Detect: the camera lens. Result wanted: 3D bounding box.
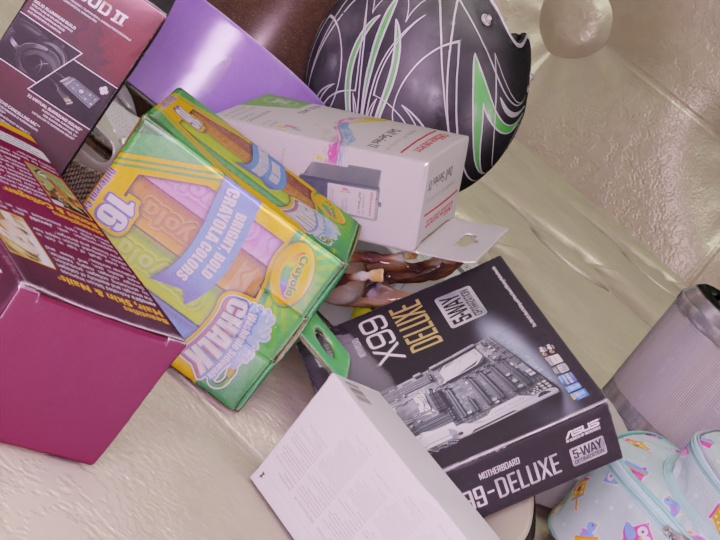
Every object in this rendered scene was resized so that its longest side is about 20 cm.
[{"bbox_3d":[0.302,0.125,1.520,0.160,0.200,0.160,35,13,-9],"label":"camera lens"}]

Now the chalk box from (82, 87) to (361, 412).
[{"bbox_3d":[-0.080,-0.003,1.089,0.200,0.124,0.124,36,13,-6],"label":"chalk box"}]

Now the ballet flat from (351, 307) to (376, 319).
[{"bbox_3d":[0.055,0.086,1.269,0.067,0.067,0.200,15,17,-46],"label":"ballet flat"}]

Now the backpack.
[{"bbox_3d":[0.242,0.198,1.227,0.200,0.154,0.176,36,16,22],"label":"backpack"}]

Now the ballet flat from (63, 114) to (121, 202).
[{"bbox_3d":[-0.224,-0.111,1.176,0.200,0.075,0.068,39,31,4],"label":"ballet flat"}]

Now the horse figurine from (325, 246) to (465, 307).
[{"bbox_3d":[0.000,0.000,1.236,0.132,0.050,0.200,-1,-5,33],"label":"horse figurine"}]

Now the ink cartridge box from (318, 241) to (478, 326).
[{"bbox_3d":[0.023,0.000,1.456,0.145,0.083,0.200,44,15,29],"label":"ink cartridge box"}]

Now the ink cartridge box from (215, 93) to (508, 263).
[{"bbox_3d":[0.003,-0.067,1.199,0.200,0.067,0.117,13,17,14],"label":"ink cartridge box"}]

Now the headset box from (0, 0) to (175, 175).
[{"bbox_3d":[-0.186,-0.125,1.056,0.077,0.200,0.149,35,12,-12],"label":"headset box"}]

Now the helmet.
[{"bbox_3d":[0.045,-0.157,1.438,0.200,0.200,0.191,42,12,19],"label":"helmet"}]

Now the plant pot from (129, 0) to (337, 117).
[{"bbox_3d":[-0.098,-0.188,1.522,0.187,0.200,0.187,36,13,-10],"label":"plant pot"}]

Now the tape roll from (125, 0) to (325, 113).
[{"bbox_3d":[-0.127,-0.153,1.345,0.200,0.085,0.200,38,-2,2],"label":"tape roll"}]

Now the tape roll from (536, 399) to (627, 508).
[{"bbox_3d":[0.127,0.109,1.372,0.203,0.037,0.203,28,26,-15],"label":"tape roll"}]

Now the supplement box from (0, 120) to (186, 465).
[{"bbox_3d":[-0.192,-0.003,0.872,0.110,0.086,0.200,24,18,-47],"label":"supplement box"}]

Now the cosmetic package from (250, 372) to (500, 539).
[{"bbox_3d":[0.024,0.152,0.931,0.051,0.083,0.200,28,17,-48],"label":"cosmetic package"}]

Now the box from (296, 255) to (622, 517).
[{"bbox_3d":[0.057,0.082,1.105,0.200,0.157,0.050,-119,-172,-59],"label":"box"}]

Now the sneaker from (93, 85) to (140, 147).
[{"bbox_3d":[-0.189,-0.089,1.246,0.200,0.078,0.099,36,16,35],"label":"sneaker"}]

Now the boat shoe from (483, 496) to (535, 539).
[{"bbox_3d":[0.072,0.136,1.123,0.063,0.074,0.201,64,-4,-30],"label":"boat shoe"}]
